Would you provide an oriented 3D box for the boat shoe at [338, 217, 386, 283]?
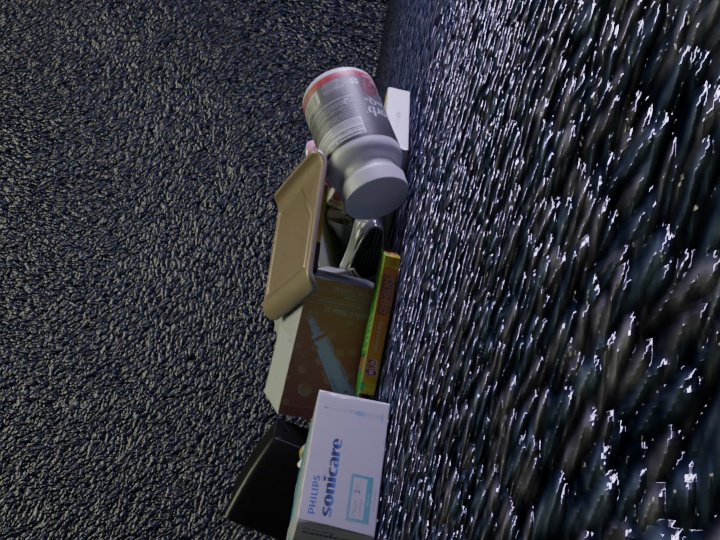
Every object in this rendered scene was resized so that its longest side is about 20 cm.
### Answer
[{"bbox_3d":[0.000,0.000,1.188,0.067,0.072,0.203,-99,13,-59],"label":"boat shoe"}]

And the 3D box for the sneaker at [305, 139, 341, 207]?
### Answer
[{"bbox_3d":[-0.013,-0.163,1.297,0.201,0.103,0.076,56,-154,-54],"label":"sneaker"}]

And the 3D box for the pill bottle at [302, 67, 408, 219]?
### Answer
[{"bbox_3d":[-0.006,-0.181,1.065,0.116,0.114,0.202,106,149,-57],"label":"pill bottle"}]

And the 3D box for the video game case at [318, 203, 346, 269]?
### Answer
[{"bbox_3d":[-0.044,-0.028,1.327,0.182,0.023,0.203,-35,-68,-74],"label":"video game case"}]

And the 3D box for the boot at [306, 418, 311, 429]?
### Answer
[{"bbox_3d":[-0.075,0.232,1.492,0.201,0.072,0.152,-55,46,40],"label":"boot"}]

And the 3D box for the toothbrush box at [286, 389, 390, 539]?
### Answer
[{"bbox_3d":[-0.030,0.248,0.845,0.201,0.084,0.148,104,176,-55],"label":"toothbrush box"}]

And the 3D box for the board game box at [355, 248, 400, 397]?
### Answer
[{"bbox_3d":[0.022,0.075,1.007,0.096,0.030,0.203,-101,24,-83],"label":"board game box"}]

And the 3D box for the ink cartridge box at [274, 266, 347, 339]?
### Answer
[{"bbox_3d":[-0.070,0.106,1.186,0.067,0.115,0.203,10,111,58],"label":"ink cartridge box"}]

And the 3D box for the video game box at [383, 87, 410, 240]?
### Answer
[{"bbox_3d":[0.044,-0.176,1.240,0.201,0.046,0.184,-84,3,-51],"label":"video game box"}]

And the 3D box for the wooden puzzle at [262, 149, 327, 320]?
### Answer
[{"bbox_3d":[-0.089,-0.045,1.062,0.185,0.037,0.203,145,131,-59],"label":"wooden puzzle"}]

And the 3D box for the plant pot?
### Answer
[{"bbox_3d":[-0.147,0.425,1.534,0.200,0.197,0.180,-117,49,-85],"label":"plant pot"}]

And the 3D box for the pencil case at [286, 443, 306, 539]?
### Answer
[{"bbox_3d":[-0.068,0.366,1.141,0.091,0.082,0.202,71,-160,-48],"label":"pencil case"}]

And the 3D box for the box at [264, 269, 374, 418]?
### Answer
[{"bbox_3d":[-0.053,0.107,1.091,0.097,0.123,0.203,-151,74,-69],"label":"box"}]

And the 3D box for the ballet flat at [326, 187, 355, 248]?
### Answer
[{"bbox_3d":[-0.024,-0.104,1.264,0.202,0.071,0.073,99,179,-52],"label":"ballet flat"}]
